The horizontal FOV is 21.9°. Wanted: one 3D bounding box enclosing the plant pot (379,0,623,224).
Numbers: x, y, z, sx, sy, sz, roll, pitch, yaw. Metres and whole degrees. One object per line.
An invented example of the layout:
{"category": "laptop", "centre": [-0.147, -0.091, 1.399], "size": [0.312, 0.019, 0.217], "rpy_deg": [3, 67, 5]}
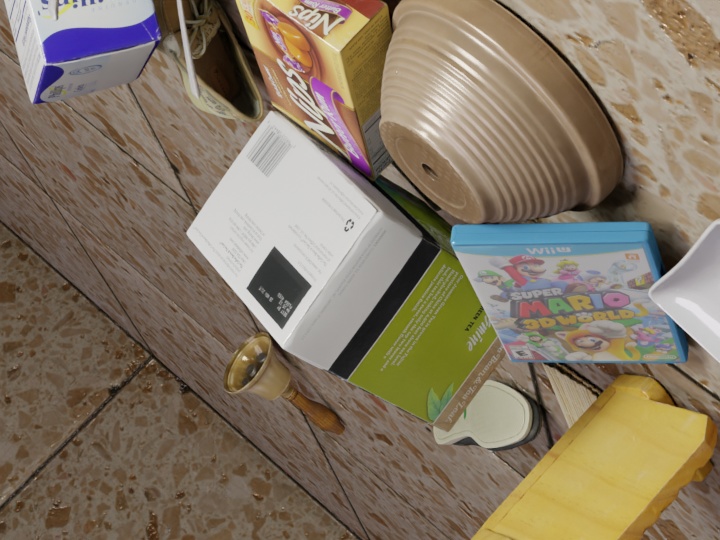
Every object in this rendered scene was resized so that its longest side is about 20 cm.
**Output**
{"category": "plant pot", "centre": [0.080, -0.098, 1.301], "size": [0.201, 0.093, 0.201], "rpy_deg": [42, 168, 11]}

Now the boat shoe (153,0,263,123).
{"category": "boat shoe", "centre": [-0.141, -0.208, 1.703], "size": [0.063, 0.073, 0.200], "rpy_deg": [27, 164, 31]}

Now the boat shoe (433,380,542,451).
{"category": "boat shoe", "centre": [0.146, 0.157, 1.977], "size": [0.067, 0.072, 0.200], "rpy_deg": [11, 171, -21]}

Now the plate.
{"category": "plate", "centre": [0.293, 0.051, 1.233], "size": [0.200, 0.032, 0.200], "rpy_deg": [44, 167, 7]}

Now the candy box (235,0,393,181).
{"category": "candy box", "centre": [-0.027, -0.162, 1.416], "size": [0.117, 0.056, 0.200], "rpy_deg": [38, 164, 21]}

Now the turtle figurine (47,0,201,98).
{"category": "turtle figurine", "centre": [-0.185, -0.268, 1.418], "size": [0.194, 0.143, 0.201], "rpy_deg": [57, 135, 42]}

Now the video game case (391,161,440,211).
{"category": "video game case", "centre": [0.025, -0.134, 1.510], "size": [0.200, 0.022, 0.182], "rpy_deg": [47, 167, -6]}

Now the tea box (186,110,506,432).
{"category": "tea box", "centre": [0.000, 0.000, 1.512], "size": [0.196, 0.134, 0.200], "rpy_deg": [30, -170, -39]}

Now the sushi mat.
{"category": "sushi mat", "centre": [0.228, 0.156, 1.794], "size": [0.096, 0.012, 0.200], "rpy_deg": [37, 165, 34]}

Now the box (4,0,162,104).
{"category": "box", "centre": [-0.254, -0.264, 1.614], "size": [0.184, 0.104, 0.201], "rpy_deg": [159, 97, -76]}

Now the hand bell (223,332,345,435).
{"category": "hand bell", "centre": [-0.097, 0.188, 2.786], "size": [0.200, 0.104, 0.104], "rpy_deg": [37, 172, -27]}

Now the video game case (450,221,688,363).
{"category": "video game case", "centre": [0.159, 0.020, 1.381], "size": [0.142, 0.018, 0.200], "rpy_deg": [0, 152, 19]}

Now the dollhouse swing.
{"category": "dollhouse swing", "centre": [0.228, 0.214, 1.558], "size": [0.176, 0.200, 0.182], "rpy_deg": [25, 157, 53]}
